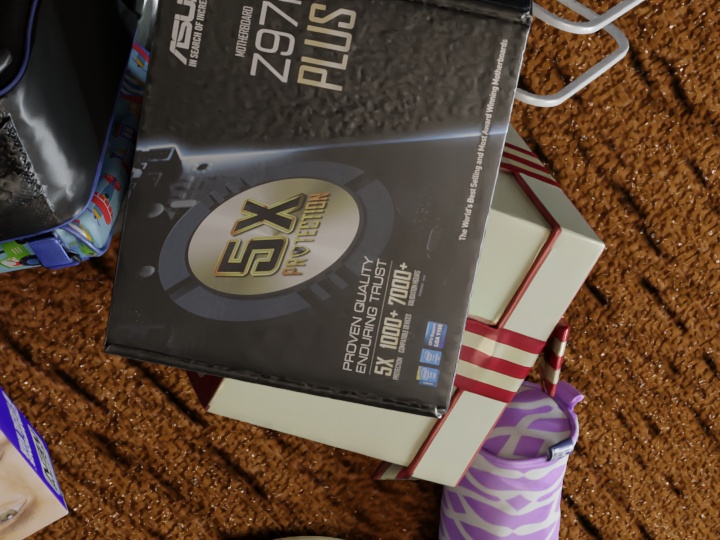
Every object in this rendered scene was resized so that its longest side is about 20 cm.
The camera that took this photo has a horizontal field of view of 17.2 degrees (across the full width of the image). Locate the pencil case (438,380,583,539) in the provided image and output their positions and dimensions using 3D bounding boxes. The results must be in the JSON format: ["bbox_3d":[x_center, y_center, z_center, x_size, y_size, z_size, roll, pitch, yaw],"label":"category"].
[{"bbox_3d":[0.094,0.157,1.535,0.085,0.084,0.200,-28,142,-33],"label":"pencil case"}]

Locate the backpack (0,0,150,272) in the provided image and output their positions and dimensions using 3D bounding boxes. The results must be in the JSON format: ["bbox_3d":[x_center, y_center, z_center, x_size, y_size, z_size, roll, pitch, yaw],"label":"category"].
[{"bbox_3d":[-0.214,-0.077,1.095,0.200,0.183,0.135,-12,129,16],"label":"backpack"}]

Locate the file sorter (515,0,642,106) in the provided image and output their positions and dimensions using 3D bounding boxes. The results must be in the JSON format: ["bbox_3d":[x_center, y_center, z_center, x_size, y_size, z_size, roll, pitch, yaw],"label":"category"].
[{"bbox_3d":[0.100,-0.197,1.146,0.139,0.124,0.200,-36,157,-55],"label":"file sorter"}]

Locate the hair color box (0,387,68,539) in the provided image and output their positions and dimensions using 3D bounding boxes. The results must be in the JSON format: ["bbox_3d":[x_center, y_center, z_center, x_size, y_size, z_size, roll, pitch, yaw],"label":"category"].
[{"bbox_3d":[-0.257,0.087,1.320,0.109,0.065,0.200,-29,137,1],"label":"hair color box"}]

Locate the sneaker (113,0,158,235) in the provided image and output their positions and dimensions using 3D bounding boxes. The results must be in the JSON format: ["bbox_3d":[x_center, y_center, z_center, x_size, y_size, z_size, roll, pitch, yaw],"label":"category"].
[{"bbox_3d":[-0.121,-0.110,1.218,0.082,0.073,0.200,-26,140,-43],"label":"sneaker"}]

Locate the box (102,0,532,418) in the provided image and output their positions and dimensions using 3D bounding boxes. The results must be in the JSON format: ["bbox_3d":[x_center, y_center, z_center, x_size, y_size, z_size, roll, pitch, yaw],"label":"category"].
[{"bbox_3d":[-0.019,-0.051,1.095,0.164,0.086,0.200,12,110,0],"label":"box"}]

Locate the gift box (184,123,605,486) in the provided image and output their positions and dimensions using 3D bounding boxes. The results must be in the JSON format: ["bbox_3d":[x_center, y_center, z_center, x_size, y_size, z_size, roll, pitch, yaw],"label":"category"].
[{"bbox_3d":[0.000,0.000,1.282,0.187,0.185,0.200,17,119,-29],"label":"gift box"}]

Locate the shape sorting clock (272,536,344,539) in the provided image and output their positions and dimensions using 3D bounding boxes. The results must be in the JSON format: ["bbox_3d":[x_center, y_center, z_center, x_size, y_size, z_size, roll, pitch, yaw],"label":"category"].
[{"bbox_3d":[-0.061,0.252,1.573,0.200,0.039,0.200,-12,132,-14],"label":"shape sorting clock"}]
